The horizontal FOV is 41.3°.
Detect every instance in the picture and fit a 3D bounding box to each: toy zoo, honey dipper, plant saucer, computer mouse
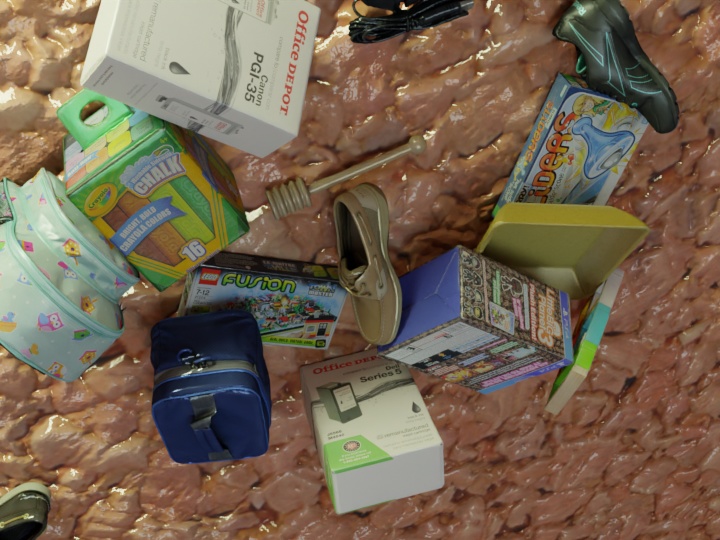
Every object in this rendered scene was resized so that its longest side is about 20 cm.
[{"bbox_3d":[0.304,0.082,1.281,0.020,0.201,0.132,24,150,7],"label":"toy zoo"},{"bbox_3d":[-0.013,-0.112,1.111,0.198,0.038,0.038,-22,129,-4],"label":"honey dipper"},{"bbox_3d":[0.230,-0.028,1.201,0.197,0.049,0.200,1,154,-12],"label":"plant saucer"},{"bbox_3d":[0.045,-0.313,0.951,0.137,0.053,0.201,-15,138,-3],"label":"computer mouse"}]

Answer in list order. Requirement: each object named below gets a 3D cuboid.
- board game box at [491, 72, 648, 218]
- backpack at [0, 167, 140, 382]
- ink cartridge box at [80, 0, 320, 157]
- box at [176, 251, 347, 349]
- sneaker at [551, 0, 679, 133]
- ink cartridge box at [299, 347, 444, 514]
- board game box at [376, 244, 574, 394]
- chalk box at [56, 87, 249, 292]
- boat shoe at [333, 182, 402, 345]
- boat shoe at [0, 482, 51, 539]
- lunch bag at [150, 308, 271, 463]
[{"bbox_3d":[0.263,-0.134,1.188,0.134,0.035,0.202,8,122,-23],"label":"board game box"},{"bbox_3d":[-0.319,0.006,0.988,0.152,0.201,0.176,-35,128,8],"label":"backpack"},{"bbox_3d":[-0.147,-0.216,0.912,0.198,0.149,0.082,19,161,-29],"label":"ink cartridge box"},{"bbox_3d":[-0.121,0.038,1.185,0.197,0.035,0.111,7,122,-23],"label":"box"},{"bbox_3d":[0.295,-0.231,1.099,0.079,0.076,0.200,-36,112,11],"label":"sneaker"},{"bbox_3d":[0.011,0.200,1.244,0.143,0.201,0.085,-12,126,-10],"label":"ink cartridge box"},{"bbox_3d":[0.144,0.069,1.211,0.198,0.098,0.159,22,146,-34],"label":"board game box"},{"bbox_3d":[-0.225,-0.104,0.987,0.124,0.124,0.200,-33,129,7],"label":"chalk box"},{"bbox_3d":[0.000,0.000,1.139,0.064,0.071,0.203,-26,114,-44],"label":"boat shoe"},{"bbox_3d":[-0.496,0.365,1.281,0.201,0.061,0.072,-40,128,12],"label":"boat shoe"},{"bbox_3d":[-0.177,0.148,1.148,0.134,0.134,0.201,-9,145,-3],"label":"lunch bag"}]
